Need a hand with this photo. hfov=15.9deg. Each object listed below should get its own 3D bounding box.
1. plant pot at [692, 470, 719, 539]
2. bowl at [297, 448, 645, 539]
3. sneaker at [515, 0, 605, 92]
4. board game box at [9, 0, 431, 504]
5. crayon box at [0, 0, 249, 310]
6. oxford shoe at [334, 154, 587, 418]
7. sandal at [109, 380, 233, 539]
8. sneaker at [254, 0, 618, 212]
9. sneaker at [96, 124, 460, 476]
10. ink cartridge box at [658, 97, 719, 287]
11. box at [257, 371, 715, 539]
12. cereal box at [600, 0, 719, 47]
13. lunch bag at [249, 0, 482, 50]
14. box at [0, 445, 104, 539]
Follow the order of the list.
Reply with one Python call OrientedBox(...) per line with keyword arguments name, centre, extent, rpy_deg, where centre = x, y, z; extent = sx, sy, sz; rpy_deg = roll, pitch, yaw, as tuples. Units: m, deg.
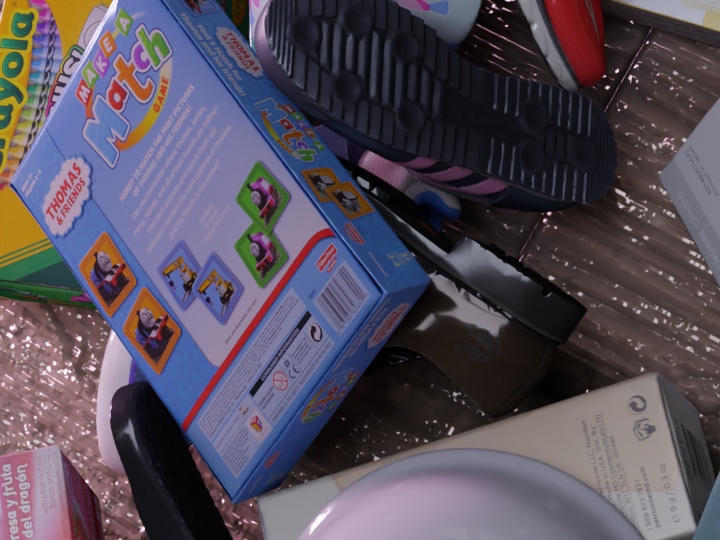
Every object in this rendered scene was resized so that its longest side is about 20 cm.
OrientedBox(name="plant pot", centre=(0.247, 0.114, 1.055), extent=(0.199, 0.142, 0.141), rpy_deg=(32, 54, 15))
OrientedBox(name="bowl", centre=(0.038, 0.179, 1.099), extent=(0.199, 0.090, 0.203), rpy_deg=(0, 90, 17))
OrientedBox(name="sneaker", centre=(0.109, -0.186, 1.225), extent=(0.084, 0.077, 0.202), rpy_deg=(-4, 79, 15))
OrientedBox(name="board game box", centre=(-0.070, -0.019, 1.183), extent=(0.200, 0.036, 0.152), rpy_deg=(52, 130, 20))
OrientedBox(name="crayon box", centre=(-0.132, -0.081, 1.336), extent=(0.118, 0.058, 0.202), rpy_deg=(7, 79, 22))
OrientedBox(name="oxford shoe", centre=(0.000, 0.000, 1.185), extent=(0.199, 0.073, 0.085), rpy_deg=(34, 98, 25))
OrientedBox(name="sandal", centre=(-0.082, 0.151, 1.227), extent=(0.045, 0.075, 0.201), rpy_deg=(-23, 92, 14))
OrientedBox(name="sneaker", centre=(0.021, -0.071, 1.196), extent=(0.082, 0.199, 0.071), rpy_deg=(-12, 59, 54))
OrientedBox(name="sneaker", centre=(-0.030, 0.025, 1.258), extent=(0.146, 0.081, 0.201), rpy_deg=(19, 78, 28))
OrientedBox(name="ink cartridge box", centre=(0.228, -0.015, 1.159), extent=(0.044, 0.176, 0.201), rpy_deg=(-15, 65, -28))
OrientedBox(name="box", centre=(0.063, 0.120, 1.192), extent=(0.199, 0.095, 0.078), rpy_deg=(-18, 70, 14))
OrientedBox(name="cereal box", centre=(0.143, -0.196, 1.274), extent=(0.199, 0.039, 0.145), rpy_deg=(20, 86, 24))
OrientedBox(name="lunch bag", centre=(0.005, -0.191, 1.259), extent=(0.076, 0.160, 0.202), rpy_deg=(8, 71, -23))
OrientedBox(name="box", centre=(-0.160, 0.195, 1.186), extent=(0.094, 0.103, 0.202), rpy_deg=(-10, 71, 1))
